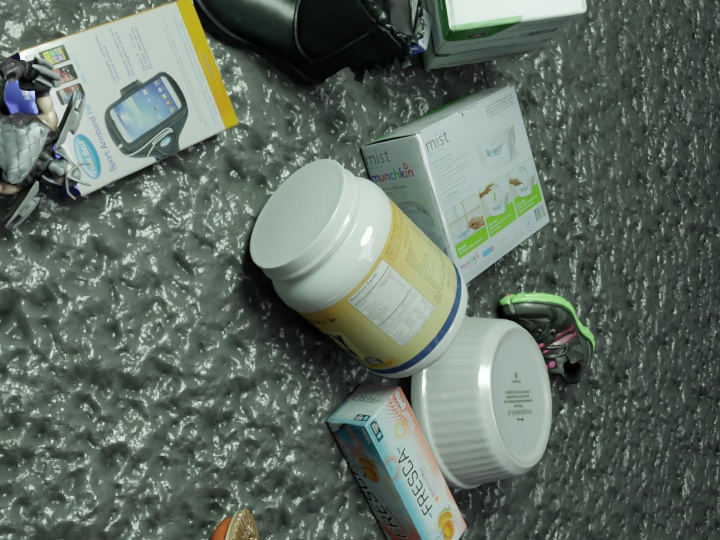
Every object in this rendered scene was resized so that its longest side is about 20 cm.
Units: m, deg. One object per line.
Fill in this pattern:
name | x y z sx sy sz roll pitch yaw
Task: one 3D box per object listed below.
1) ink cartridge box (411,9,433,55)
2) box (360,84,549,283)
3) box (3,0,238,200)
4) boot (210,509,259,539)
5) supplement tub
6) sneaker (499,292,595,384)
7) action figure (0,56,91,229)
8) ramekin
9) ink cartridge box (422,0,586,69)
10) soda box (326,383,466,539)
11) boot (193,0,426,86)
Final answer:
ink cartridge box | -0.023 -0.285 0.868 0.198 0.093 0.045 28 69 -39
box | 0.118 -0.100 0.993 0.199 0.096 0.180 -32 109 -40
box | -0.206 -0.146 0.721 0.199 0.041 0.121 -33 110 -38
boot | -0.147 0.292 0.730 0.201 0.105 0.076 -73 147 -56
supplement tub | 0.000 0.000 0.840 0.200 0.143 0.146 41 61 -34
sneaker | 0.254 0.091 1.131 0.199 0.076 0.085 36 60 -36
action figure | -0.284 -0.108 0.604 0.198 0.069 0.132 30 84 -25
ramekin | 0.149 0.148 0.989 0.201 0.093 0.207 19 66 -50
ink cartridge box | 0.145 -0.290 0.934 0.143 0.200 0.085 -9 93 -4
soda box | 0.042 0.225 0.924 0.068 0.063 0.203 -41 114 -38
boot | -0.046 -0.247 0.795 0.197 0.161 0.075 29 67 -39
